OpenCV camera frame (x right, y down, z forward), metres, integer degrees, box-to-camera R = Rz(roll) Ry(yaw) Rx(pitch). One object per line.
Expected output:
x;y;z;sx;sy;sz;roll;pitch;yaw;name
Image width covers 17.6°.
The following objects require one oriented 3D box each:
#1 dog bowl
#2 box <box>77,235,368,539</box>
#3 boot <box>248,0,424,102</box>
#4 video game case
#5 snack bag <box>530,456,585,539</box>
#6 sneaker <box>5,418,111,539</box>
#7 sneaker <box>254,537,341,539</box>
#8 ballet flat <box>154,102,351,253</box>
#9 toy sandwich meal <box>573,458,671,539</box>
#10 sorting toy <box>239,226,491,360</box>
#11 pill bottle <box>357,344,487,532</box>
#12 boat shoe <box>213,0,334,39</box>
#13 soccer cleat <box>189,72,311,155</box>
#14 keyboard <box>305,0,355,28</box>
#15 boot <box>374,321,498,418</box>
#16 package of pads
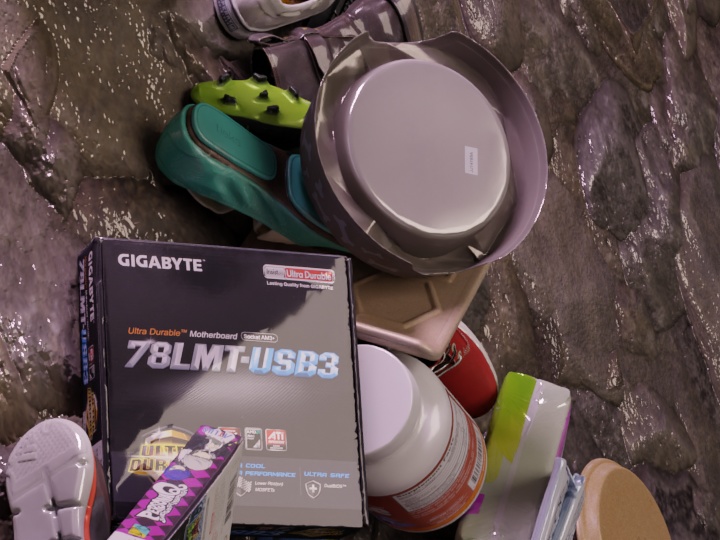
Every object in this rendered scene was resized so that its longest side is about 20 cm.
0.043;-0.086;1.760;0.199;0.059;0.202;9;69;-25;dog bowl
-0.096;0.083;1.612;0.198;0.050;0.200;6;72;-26;box
-0.014;-0.130;1.902;0.174;0.069;0.201;-36;119;-35;boot
-0.133;0.227;1.478;0.181;0.036;0.201;-53;156;-58;video game case
0.148;0.251;1.877;0.200;0.021;0.190;66;41;-71;snack bag
-0.185;0.199;1.476;0.082;0.076;0.202;48;43;-58;sneaker
-0.078;0.122;1.700;0.066;0.078;0.201;86;-14;-63;sneaker
-0.074;-0.061;1.760;0.199;0.070;0.068;30;46;-31;ballet flat
0.231;0.277;2.159;0.205;0.070;0.207;39;41;-45;toy sandwich meal
0.000;0.000;1.796;0.200;0.184;0.037;-55;158;-55;sorting toy
0.024;0.126;1.773;0.200;0.111;0.113;50;35;-65;pill bottle
-0.046;-0.244;1.905;0.200;0.069;0.071;-35;103;-58;boat shoe
-0.043;-0.097;1.808;0.198;0.081;0.068;12;31;-19;soccer cleat
-0.003;-0.182;2.004;0.127;0.020;0.201;56;36;-29;keyboard
0.058;0.074;1.882;0.200;0.072;0.144;48;5;-30;boot
0.123;0.209;1.936;0.201;0.068;0.155;-67;167;-46;package of pads
